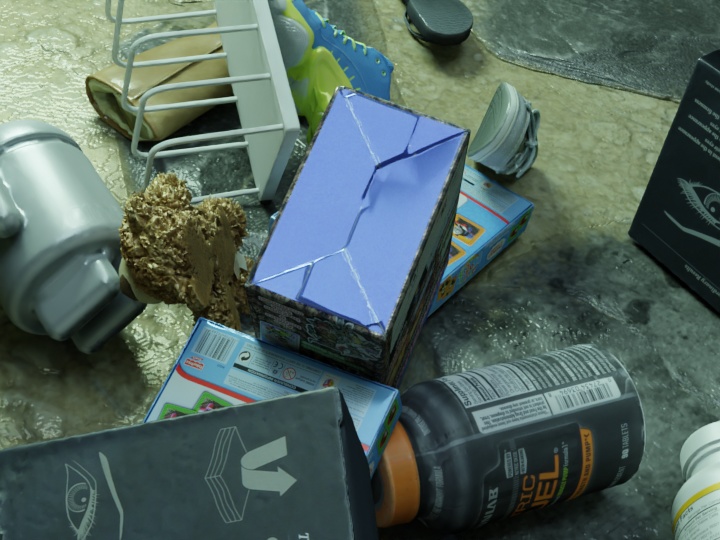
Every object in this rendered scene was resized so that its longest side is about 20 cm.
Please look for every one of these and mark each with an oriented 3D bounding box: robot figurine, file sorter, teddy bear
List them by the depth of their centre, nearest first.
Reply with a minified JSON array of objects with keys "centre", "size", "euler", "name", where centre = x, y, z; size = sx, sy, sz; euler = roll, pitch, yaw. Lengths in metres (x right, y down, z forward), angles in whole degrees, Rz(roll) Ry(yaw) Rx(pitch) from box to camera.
[{"centre":[-0.127,-0.006,0.887],"size":[0.066,0.147,0.200],"euler":[-15,16,11],"name":"teddy bear"},{"centre":[-0.239,-0.033,0.902],"size":[0.113,0.170,0.201],"euler":[-38,65,0],"name":"robot figurine"},{"centre":[-0.143,-0.173,1.028],"size":[0.123,0.139,0.202],"euler":[-9,72,-18],"name":"file sorter"}]

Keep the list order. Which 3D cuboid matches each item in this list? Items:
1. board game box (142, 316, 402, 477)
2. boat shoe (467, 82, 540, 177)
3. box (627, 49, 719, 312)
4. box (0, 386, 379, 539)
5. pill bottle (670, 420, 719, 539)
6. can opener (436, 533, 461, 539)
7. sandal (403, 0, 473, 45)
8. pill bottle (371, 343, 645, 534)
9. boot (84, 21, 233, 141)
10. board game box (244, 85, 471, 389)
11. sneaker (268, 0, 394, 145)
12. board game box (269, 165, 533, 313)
[{"centre":[-0.080,0.143,0.751],"size":[0.150,0.037,0.201],"euler":[18,64,18],"name":"board game box"},{"centre":[0.139,-0.121,1.093],"size":[0.064,0.075,0.202],"euler":[25,1,3],"name":"boat shoe"},{"centre":[0.347,-0.077,1.053],"size":[0.103,0.202,0.148],"euler":[-20,51,-32],"name":"box"},{"centre":[-0.085,0.189,0.633],"size":[0.197,0.118,0.199],"euler":[-11,58,4],"name":"box"},{"centre":[0.266,0.199,0.796],"size":[0.103,0.105,0.201],"euler":[9,41,-4],"name":"pill bottle"},{"centre":[0.116,0.241,0.756],"size":[0.199,0.079,0.063],"euler":[35,6,19],"name":"can opener"},{"centre":[0.078,-0.297,1.359],"size":[0.075,0.043,0.201],"euler":[9,31,-15],"name":"sandal"},{"centre":[0.092,0.121,0.837],"size":[0.198,0.107,0.107],"euler":[-11,46,-23],"name":"pill bottle"},{"centre":[-0.133,-0.172,1.146],"size":[0.174,0.067,0.199],"euler":[31,47,25],"name":"boot"},{"centre":[0.000,0.000,0.840],"size":[0.096,0.201,0.161],"euler":[20,66,8],"name":"board game box"},{"centre":[-0.033,-0.199,1.113],"size":[0.105,0.202,0.075],"euler":[-36,24,-31],"name":"sneaker"},{"centre":[0.038,-0.041,1.045],"size":[0.150,0.037,0.200],"euler":[33,43,21],"name":"board game box"}]
